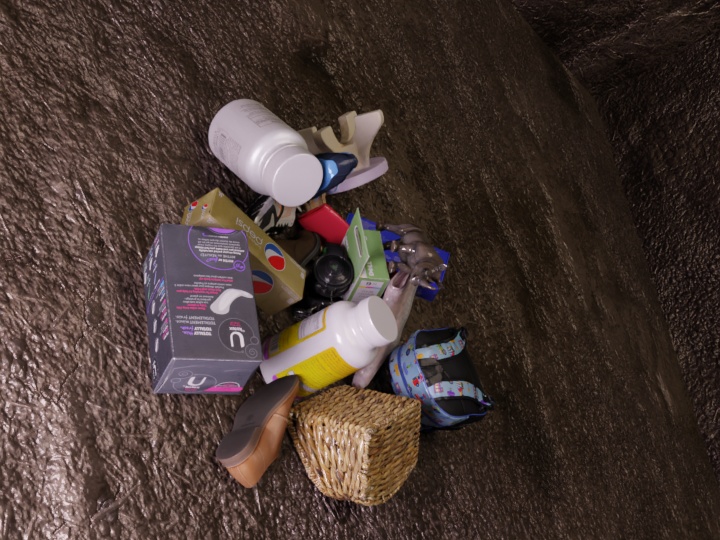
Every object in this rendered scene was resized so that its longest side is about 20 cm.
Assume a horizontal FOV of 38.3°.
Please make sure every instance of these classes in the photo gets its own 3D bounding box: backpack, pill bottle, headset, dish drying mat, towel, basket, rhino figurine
[{"bbox_3d":[0.122,0.194,1.808,0.200,0.134,0.183,5,62,-60],"label":"backpack"},{"bbox_3d":[-0.147,-0.182,1.630,0.114,0.114,0.200,30,8,-46],"label":"pill bottle"},{"bbox_3d":[-0.046,0.111,1.526,0.104,0.200,0.104,40,34,-35],"label":"pill bottle"},{"bbox_3d":[-0.066,0.033,1.660,0.094,0.124,0.200,9,28,-10],"label":"headset"},{"bbox_3d":[-0.017,-0.037,1.779,0.200,0.077,0.018,43,41,-25],"label":"dish drying mat"},{"bbox_3d":[0.052,0.084,1.751,0.032,0.200,0.191,23,25,10],"label":"towel"},{"bbox_3d":[-0.013,0.270,1.587,0.200,0.149,0.143,-18,113,-63],"label":"basket"},{"bbox_3d":[0.089,-0.021,1.680,0.087,0.060,0.200,3,27,-18],"label":"rhino figurine"}]

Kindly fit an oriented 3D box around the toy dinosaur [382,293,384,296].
[{"bbox_3d":[0.040,-0.004,1.932,0.136,0.102,0.200,46,54,-1],"label":"toy dinosaur"}]

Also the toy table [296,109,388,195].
[{"bbox_3d":[-0.031,-0.220,1.913,0.200,0.184,0.117,-65,140,-71],"label":"toy table"}]

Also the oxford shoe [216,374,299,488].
[{"bbox_3d":[-0.132,0.219,1.434,0.071,0.071,0.200,62,35,-22],"label":"oxford shoe"}]

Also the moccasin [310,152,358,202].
[{"bbox_3d":[-0.060,-0.153,1.693,0.068,0.200,0.081,-22,102,-22],"label":"moccasin"}]

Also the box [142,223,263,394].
[{"bbox_3d":[-0.210,0.052,1.360,0.122,0.106,0.200,4,57,-25],"label":"box"}]

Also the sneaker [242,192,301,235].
[{"bbox_3d":[-0.143,-0.088,1.684,0.080,0.074,0.200,56,28,-15],"label":"sneaker"}]

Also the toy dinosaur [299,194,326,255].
[{"bbox_3d":[-0.077,-0.102,1.807,0.058,0.200,0.101,-5,30,-19],"label":"toy dinosaur"}]

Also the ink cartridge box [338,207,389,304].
[{"bbox_3d":[0.000,0.000,1.710,0.059,0.200,0.104,4,52,-19],"label":"ink cartridge box"}]

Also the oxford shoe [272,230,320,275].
[{"bbox_3d":[-0.118,-0.028,1.678,0.084,0.073,0.200,40,24,-7],"label":"oxford shoe"}]

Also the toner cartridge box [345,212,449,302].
[{"bbox_3d":[0.054,-0.024,1.868,0.200,0.043,0.095,22,47,-2],"label":"toner cartridge box"}]

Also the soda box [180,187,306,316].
[{"bbox_3d":[-0.169,-0.025,1.507,0.200,0.068,0.064,44,32,-31],"label":"soda box"}]
